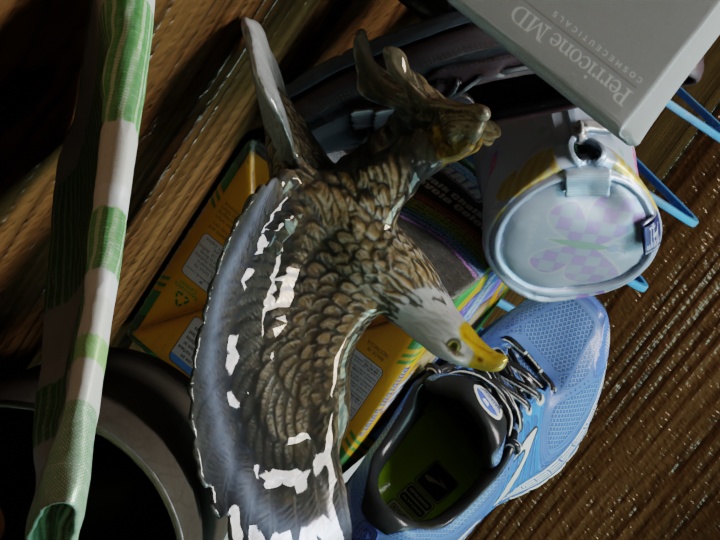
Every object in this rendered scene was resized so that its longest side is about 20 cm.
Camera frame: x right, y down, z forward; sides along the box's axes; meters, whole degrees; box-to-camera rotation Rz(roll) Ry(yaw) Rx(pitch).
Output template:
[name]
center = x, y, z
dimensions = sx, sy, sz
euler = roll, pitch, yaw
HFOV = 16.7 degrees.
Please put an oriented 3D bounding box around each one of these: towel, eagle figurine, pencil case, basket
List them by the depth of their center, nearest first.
[towel]
center = -0.091, 0.010, 0.784
dimensions = 0.153, 0.023, 0.201
euler = 114, -16, -60
[basket]
center = -0.124, 0.102, 0.962
dimensions = 0.179, 0.137, 0.200
euler = -26, -177, 14
[eagle figurine]
center = -0.013, 0.014, 0.977
dimensions = 0.151, 0.151, 0.201
euler = 31, 95, -45
[pencil case]
center = 0.088, -0.078, 1.184
dimensions = 0.201, 0.082, 0.091
euler = -98, 176, -48

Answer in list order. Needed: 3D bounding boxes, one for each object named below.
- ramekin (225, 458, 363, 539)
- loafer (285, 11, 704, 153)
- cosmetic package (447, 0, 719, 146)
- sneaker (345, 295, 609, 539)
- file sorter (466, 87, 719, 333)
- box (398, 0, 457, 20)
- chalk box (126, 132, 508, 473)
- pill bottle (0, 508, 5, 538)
[ramekin]
center = -0.064, 0.148, 1.350
dimensions = 0.202, 0.094, 0.204
euler = -23, 121, -44
[loafer]
center = 0.056, -0.083, 1.087
dimensions = 0.199, 0.063, 0.072
euler = -21, 169, 3
[cosmetic package]
center = 0.128, -0.160, 0.992
dimensions = 0.201, 0.107, 0.090
euler = -54, 171, 2
[sneaker]
center = 0.060, 0.075, 1.166
dimensions = 0.200, 0.078, 0.089
euler = -46, 172, -31
[file sorter]
center = 0.098, -0.038, 1.366
dimensions = 0.122, 0.139, 0.200
euler = 29, 104, -36
[box]
center = 0.071, -0.196, 1.043
dimensions = 0.161, 0.043, 0.200
euler = -51, 171, -6
[chalk box]
center = 0.000, 0.000, 1.209
dimensions = 0.124, 0.125, 0.200
euler = -55, 169, 23
[pill bottle]
center = -0.200, 0.141, 0.807
dimensions = 0.200, 0.106, 0.106
euler = -53, 171, 9
